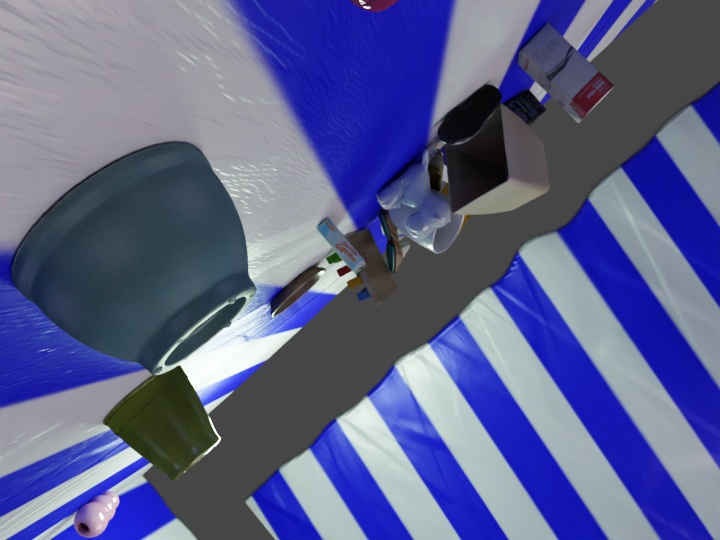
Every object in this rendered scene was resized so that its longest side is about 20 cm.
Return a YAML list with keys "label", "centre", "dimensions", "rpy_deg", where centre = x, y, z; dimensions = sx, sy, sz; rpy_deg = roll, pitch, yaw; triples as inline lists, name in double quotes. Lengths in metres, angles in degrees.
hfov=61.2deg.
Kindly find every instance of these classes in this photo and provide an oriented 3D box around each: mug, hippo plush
- label: "mug"
  centre: [0.183, -0.158, 1.657]
  dimensions: [0.199, 0.174, 0.149]
  rpy_deg: [-25, 136, -45]
- label: "hippo plush"
  centre: [0.156, -0.171, 1.483]
  dimensions: [0.200, 0.161, 0.159]
  rpy_deg: [-39, 175, 25]

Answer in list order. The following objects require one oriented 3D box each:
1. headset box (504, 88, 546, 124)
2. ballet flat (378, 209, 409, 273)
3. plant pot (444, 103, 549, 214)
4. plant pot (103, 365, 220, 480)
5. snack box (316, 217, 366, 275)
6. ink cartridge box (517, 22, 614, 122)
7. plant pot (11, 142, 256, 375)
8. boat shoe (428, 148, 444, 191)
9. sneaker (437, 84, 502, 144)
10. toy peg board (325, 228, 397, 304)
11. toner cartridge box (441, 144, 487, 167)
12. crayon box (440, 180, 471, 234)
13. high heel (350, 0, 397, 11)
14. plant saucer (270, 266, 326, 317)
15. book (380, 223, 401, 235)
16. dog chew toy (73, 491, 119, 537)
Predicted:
- label: "headset box"
  centre: [0.459, -0.453, 1.916]
  dimensions: [0.200, 0.093, 0.174]
  rpy_deg: [-38, 174, -39]
- label: "ballet flat"
  centre: [0.104, -0.090, 1.775]
  dimensions: [0.072, 0.202, 0.068]
  rpy_deg: [-18, -159, -14]
- label: "plant pot"
  centre: [0.339, -0.245, 1.466]
  dimensions: [0.175, 0.202, 0.199]
  rpy_deg: [11, 157, -31]
- label: "plant pot"
  centre: [-0.413, 0.339, 1.322]
  dimensions: [0.200, 0.193, 0.200]
  rpy_deg: [-41, 175, -4]
- label: "snack box"
  centre: [-0.038, -0.049, 1.346]
  dimensions: [0.037, 0.116, 0.200]
  rpy_deg: [-41, 176, 0]
- label: "ink cartridge box"
  centre: [0.452, -0.435, 1.353]
  dimensions: [0.083, 0.200, 0.147]
  rpy_deg: [-45, 175, 13]
- label: "plant pot"
  centre: [-0.179, 0.006, 0.550]
  dimensions: [0.200, 0.134, 0.200]
  rpy_deg: [-41, 176, -3]
- label: "boat shoe"
  centre: [0.189, -0.261, 1.627]
  dimensions: [0.201, 0.072, 0.064]
  rpy_deg: [75, 33, -79]
- label: "sneaker"
  centre: [0.241, -0.331, 1.353]
  dimensions: [0.200, 0.072, 0.083]
  rpy_deg: [-40, 177, -22]
- label: "toy peg board"
  centre: [0.000, 0.000, 1.744]
  dimensions: [0.097, 0.201, 0.200]
  rpy_deg: [-26, -179, 21]
- label: "toner cartridge box"
  centre: [0.293, -0.337, 1.590]
  dimensions: [0.043, 0.095, 0.200]
  rpy_deg: [-38, 175, -43]
- label: "crayon box"
  centre: [0.242, -0.185, 1.765]
  dimensions: [0.126, 0.199, 0.052]
  rpy_deg: [-55, 149, -7]
- label: "high heel"
  centre: [0.057, -0.258, 0.424]
  dimensions: [0.200, 0.068, 0.096]
  rpy_deg: [-39, 168, 37]
- label: "plant saucer"
  centre: [-0.177, 0.054, 1.687]
  dimensions: [0.200, 0.030, 0.200]
  rpy_deg: [-41, 175, -4]
- label: "book"
  centre: [0.179, -0.154, 1.886]
  dimensions: [0.198, 0.049, 0.133]
  rpy_deg: [-19, -165, -23]
- label: "dog chew toy"
  centre: [-1.005, 0.927, 2.345]
  dimensions: [0.124, 0.125, 0.200]
  rpy_deg: [-43, -177, 21]
